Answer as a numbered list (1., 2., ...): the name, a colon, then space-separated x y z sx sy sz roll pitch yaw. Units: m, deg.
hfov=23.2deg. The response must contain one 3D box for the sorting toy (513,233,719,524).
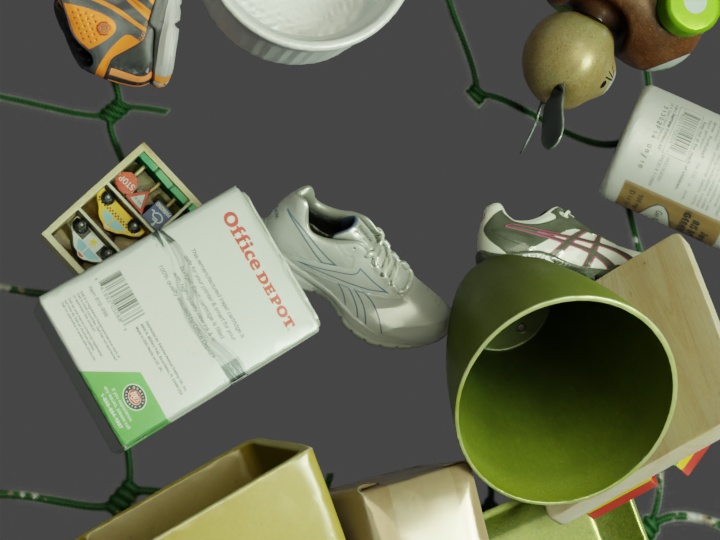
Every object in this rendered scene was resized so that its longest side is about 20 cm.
1. sorting toy: 0.241 0.104 1.549 0.069 0.198 0.201 37 30 -41

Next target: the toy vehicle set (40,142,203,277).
1. toy vehicle set: -0.170 0.001 1.556 0.200 0.027 0.124 46 73 -3

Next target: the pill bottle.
1. pill bottle: 0.332 -0.083 1.635 0.199 0.114 0.115 24 75 6

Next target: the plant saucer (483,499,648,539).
1. plant saucer: 0.179 0.294 1.572 0.199 0.048 0.201 -18 86 -31

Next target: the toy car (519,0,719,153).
1. toy car: 0.214 -0.193 1.629 0.157 0.164 0.201 30 84 -8

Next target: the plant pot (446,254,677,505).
1. plant pot: 0.148 0.067 1.493 0.185 0.200 0.189 -4 114 -9

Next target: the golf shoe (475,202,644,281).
1. golf shoe: 0.204 -0.017 1.635 0.198 0.077 0.089 4 69 -17

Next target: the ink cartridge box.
1. ink cartridge box: -0.156 0.042 1.494 0.199 0.083 0.147 -30 89 -17

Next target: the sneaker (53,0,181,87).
1. sneaker: -0.213 -0.268 1.560 0.111 0.078 0.202 7 83 -14

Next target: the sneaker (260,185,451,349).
1. sneaker: 0.000 0.000 1.562 0.199 0.087 0.075 30 45 -10

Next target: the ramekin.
1. ramekin: -0.056 -0.284 1.598 0.199 0.098 0.202 3 80 -14

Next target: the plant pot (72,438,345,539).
1. plant pot: -0.102 0.274 1.448 0.193 0.195 0.201 -28 95 -17

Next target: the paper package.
1. paper package: 0.041 0.272 1.480 0.103 0.191 0.202 -12 85 -20
